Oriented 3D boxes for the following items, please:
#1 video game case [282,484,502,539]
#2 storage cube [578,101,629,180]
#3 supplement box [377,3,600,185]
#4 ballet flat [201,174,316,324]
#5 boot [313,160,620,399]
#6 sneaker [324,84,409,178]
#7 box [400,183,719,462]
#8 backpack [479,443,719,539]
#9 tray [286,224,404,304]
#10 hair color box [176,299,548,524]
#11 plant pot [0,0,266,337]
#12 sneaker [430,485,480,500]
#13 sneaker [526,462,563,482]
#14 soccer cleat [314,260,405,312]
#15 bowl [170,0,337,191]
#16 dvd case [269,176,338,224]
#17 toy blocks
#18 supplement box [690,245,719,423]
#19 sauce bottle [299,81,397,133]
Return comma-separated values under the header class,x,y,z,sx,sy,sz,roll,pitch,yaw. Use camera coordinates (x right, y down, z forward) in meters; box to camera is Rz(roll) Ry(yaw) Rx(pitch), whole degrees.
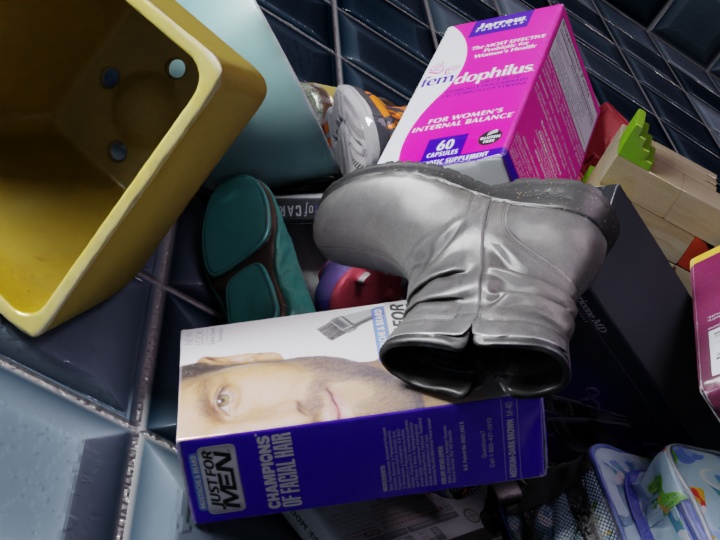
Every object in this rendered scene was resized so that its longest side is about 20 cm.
class,x,y,z,sx,sy,sz,roll,pitch,yaw
video game case,0.056,0.182,0.881,0.182,0.023,0.199,47,24,23
storage cube,0.202,0.008,1.155,0.180,0.171,0.200,51,2,21
supplement box,0.097,-0.093,1.031,0.104,0.100,0.201,65,33,-30
ballet flat,-0.067,0.011,0.989,0.071,0.067,0.201,51,12,-35
boot,0.036,0.005,0.792,0.132,0.199,0.070,-59,135,-37
sneaker,0.035,-0.109,1.102,0.111,0.078,0.200,-6,8,-6
box,0.140,0.042,0.921,0.200,0.140,0.079,50,51,-34
backpack,0.190,0.207,0.831,0.182,0.147,0.201,21,46,-43
tray,0.005,0.026,1.102,0.107,0.022,0.201,20,29,-38
hair color box,-0.002,0.074,0.809,0.198,0.065,0.110,-9,32,0
plant pot,-0.171,-0.102,0.890,0.195,0.195,0.200,41,14,10
sneaker,0.043,0.087,0.944,0.078,0.075,0.201,35,26,-15
sneaker,0.141,0.102,1.091,0.083,0.072,0.200,10,36,-52
soccer cleat,0.000,0.000,1.052,0.076,0.067,0.200,15,21,19
bowl,-0.108,-0.140,1.086,0.202,0.104,0.201,63,-2,4
dvd case,0.005,-0.060,1.136,0.149,0.025,0.200,0,8,22
toy blocks,0.203,-0.001,0.994,0.136,0.201,0.100,28,33,-2
supplement box,0.272,0.059,0.850,0.132,0.103,0.200,59,21,-14
sauce bottle,-0.001,-0.138,1.346,0.065,0.065,0.199,48,27,26
